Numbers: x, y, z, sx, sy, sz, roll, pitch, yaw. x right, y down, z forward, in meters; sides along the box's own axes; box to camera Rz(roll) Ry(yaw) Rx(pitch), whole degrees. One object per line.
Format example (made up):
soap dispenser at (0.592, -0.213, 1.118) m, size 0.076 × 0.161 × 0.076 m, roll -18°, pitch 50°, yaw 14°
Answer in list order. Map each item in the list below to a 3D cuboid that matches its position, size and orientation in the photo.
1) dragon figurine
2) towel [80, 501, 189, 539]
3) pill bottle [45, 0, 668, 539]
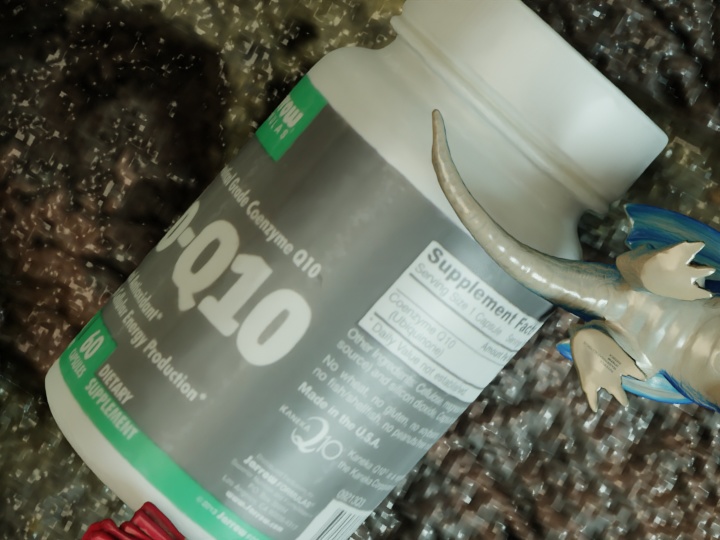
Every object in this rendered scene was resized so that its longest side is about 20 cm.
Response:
dragon figurine at (0.099, 0.016, 0.779) m, size 0.200 × 0.099 × 0.059 m, roll 26°, pitch 98°, yaw -4°
towel at (-0.032, 0.178, 0.806) m, size 0.200 × 0.022 × 0.145 m, roll 44°, pitch 138°, yaw 9°
pill bottle at (0.000, 0.000, 0.827) m, size 0.113 × 0.113 × 0.200 m, roll 43°, pitch 96°, yaw 18°
